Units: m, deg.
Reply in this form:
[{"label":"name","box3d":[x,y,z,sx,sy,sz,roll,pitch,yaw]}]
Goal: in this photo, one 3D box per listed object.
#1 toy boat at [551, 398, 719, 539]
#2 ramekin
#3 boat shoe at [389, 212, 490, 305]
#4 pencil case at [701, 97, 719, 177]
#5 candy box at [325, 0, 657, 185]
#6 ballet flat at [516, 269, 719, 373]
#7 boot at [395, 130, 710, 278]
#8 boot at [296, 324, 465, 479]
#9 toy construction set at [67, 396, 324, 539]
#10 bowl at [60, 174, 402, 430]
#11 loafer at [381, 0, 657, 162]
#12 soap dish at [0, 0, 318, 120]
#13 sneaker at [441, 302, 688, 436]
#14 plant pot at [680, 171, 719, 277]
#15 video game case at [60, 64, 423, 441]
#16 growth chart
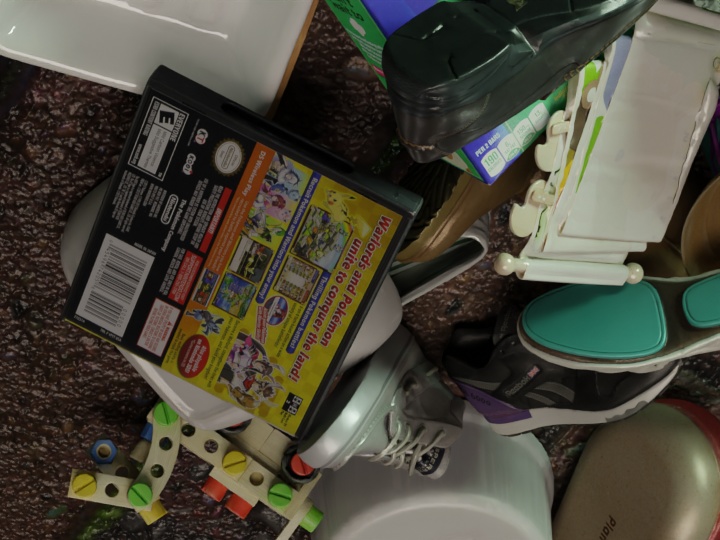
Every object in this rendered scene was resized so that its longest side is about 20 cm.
[{"label":"toy boat","box3d":[0.238,0.187,1.460,0.130,0.131,0.201,-12,137,-33]},{"label":"ramekin","box3d":[0.054,0.203,1.460,0.199,0.098,0.201,-1,129,-1]},{"label":"boat shoe","box3d":[0.000,0.000,1.314,0.200,0.067,0.074,-31,123,21]},{"label":"pencil case","box3d":[0.322,-0.102,1.237,0.199,0.085,0.093,-18,129,12]},{"label":"candy box","box3d":[0.068,-0.183,1.118,0.169,0.077,0.200,-45,124,-10]},{"label":"ballet flat","box3d":[0.204,0.037,1.239,0.199,0.070,0.070,-11,129,11]},{"label":"boot","box3d":[0.133,-0.034,1.257,0.200,0.066,0.176,36,86,-27]},{"label":"boot","box3d":[0.025,0.106,1.307,0.096,0.200,0.074,45,115,-3]},{"label":"toy construction set","box3d":[-0.104,0.164,1.400,0.200,0.092,0.131,38,79,-15]},{"label":"bowl","box3d":[-0.096,0.014,1.273,0.199,0.075,0.200,-28,108,30]},{"label":"loafer","box3d":[0.095,-0.131,1.074,0.199,0.073,0.072,-28,143,-22]},{"label":"soap dish","box3d":[-0.124,-0.187,1.149,0.199,0.081,0.158,14,127,-13]},{"label":"sneaker","box3d":[0.138,0.060,1.333,0.200,0.076,0.088,-22,124,43]},{"label":"plant pot","box3d":[0.306,-0.028,1.219,0.199,0.028,0.200,3,141,3]},{"label":"video game case","box3d":[-0.079,-0.007,1.194,0.180,0.026,0.200,27,125,1]},{"label":"growth chart","box3d":[0.163,-0.078,1.169,0.144,0.018,0.201,14,103,-40]}]
